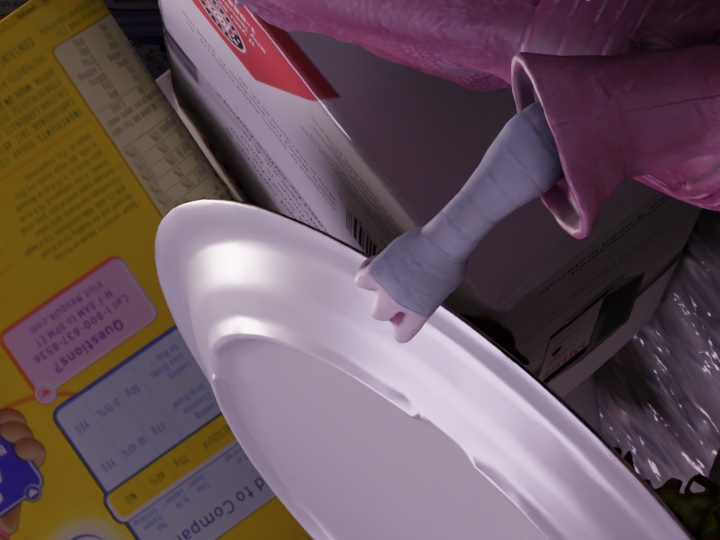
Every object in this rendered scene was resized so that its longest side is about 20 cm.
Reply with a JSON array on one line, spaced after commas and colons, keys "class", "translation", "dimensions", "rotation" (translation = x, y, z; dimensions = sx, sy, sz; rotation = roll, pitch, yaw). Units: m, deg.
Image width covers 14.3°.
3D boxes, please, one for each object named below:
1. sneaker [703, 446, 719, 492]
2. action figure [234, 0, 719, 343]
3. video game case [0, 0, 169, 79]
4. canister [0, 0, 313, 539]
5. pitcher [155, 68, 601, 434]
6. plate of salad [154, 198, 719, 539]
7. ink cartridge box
[{"class": "sneaker", "translation": [0.149, 0.114, 0.718], "dimensions": [0.075, 0.106, 0.200], "rotation": [24, -127, -42]}, {"class": "action figure", "translation": [0.058, -0.055, 0.605], "dimensions": [0.200, 0.149, 0.134], "rotation": [30, -165, 25]}, {"class": "video game case", "translation": [-0.086, -0.041, 1.020], "dimensions": [0.200, 0.022, 0.182], "rotation": [-11, -106, -58]}, {"class": "canister", "translation": [-0.084, 0.032, 0.852], "dimensions": [0.200, 0.148, 0.087], "rotation": [56, 170, -7]}, {"class": "pitcher", "translation": [0.000, 0.000, 0.988], "dimensions": [0.200, 0.121, 0.172], "rotation": [56, -159, -7]}, {"class": "plate of salad", "translation": [0.030, 0.050, 0.696], "dimensions": [0.200, 0.048, 0.200], "rotation": [38, 161, 16]}, {"class": "ink cartridge box", "translation": [0.018, -0.041, 0.791], "dimensions": [0.147, 0.083, 0.200], "rotation": [51, 170, 11]}]
